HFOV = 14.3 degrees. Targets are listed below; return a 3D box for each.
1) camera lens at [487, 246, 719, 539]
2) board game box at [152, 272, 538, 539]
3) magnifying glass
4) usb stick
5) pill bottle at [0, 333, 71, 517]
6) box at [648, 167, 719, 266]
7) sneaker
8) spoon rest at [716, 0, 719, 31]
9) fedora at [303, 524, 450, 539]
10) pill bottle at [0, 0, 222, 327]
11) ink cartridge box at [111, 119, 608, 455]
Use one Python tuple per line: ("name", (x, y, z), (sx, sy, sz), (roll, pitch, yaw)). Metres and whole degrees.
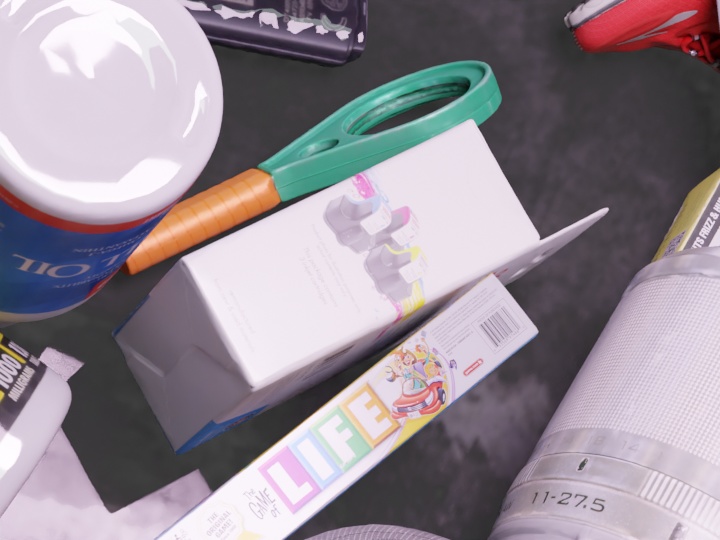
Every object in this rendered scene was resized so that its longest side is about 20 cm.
("camera lens", (0.157, 0.102, 1.295), (0.160, 0.160, 0.200), (36, 64, -7))
("board game box", (-0.026, 0.087, 1.243), (0.200, 0.134, 0.034), (-38, 88, -28))
("magnifying glass", (-0.025, -0.049, 1.332), (0.200, 0.080, 0.022), (-28, 110, -16))
("usb stick", (-0.093, -0.135, 1.350), (0.199, 0.033, 0.056), (9, 63, -18))
("pill bottle", (-0.229, 0.038, 1.193), (0.200, 0.112, 0.113), (35, 64, -7))
("box", (0.234, 0.037, 1.408), (0.200, 0.050, 0.075), (37, 63, -6))
("sneaker", (0.199, -0.117, 1.435), (0.199, 0.077, 0.085), (-5, 80, -22))
("spoon rest", (0.207, -0.105, 1.384), (0.099, 0.061, 0.201), (17, 67, -29))
("fedora", (-0.001, 0.195, 1.228), (0.200, 0.090, 0.177), (38, 80, -25))
("pill bottle", (-0.137, -0.043, 1.207), (0.112, 0.200, 0.113), (6, 71, -18))
("ink cartridge box", (0.000, 0.000, 1.293), (0.200, 0.115, 0.068), (-26, 83, -27))
